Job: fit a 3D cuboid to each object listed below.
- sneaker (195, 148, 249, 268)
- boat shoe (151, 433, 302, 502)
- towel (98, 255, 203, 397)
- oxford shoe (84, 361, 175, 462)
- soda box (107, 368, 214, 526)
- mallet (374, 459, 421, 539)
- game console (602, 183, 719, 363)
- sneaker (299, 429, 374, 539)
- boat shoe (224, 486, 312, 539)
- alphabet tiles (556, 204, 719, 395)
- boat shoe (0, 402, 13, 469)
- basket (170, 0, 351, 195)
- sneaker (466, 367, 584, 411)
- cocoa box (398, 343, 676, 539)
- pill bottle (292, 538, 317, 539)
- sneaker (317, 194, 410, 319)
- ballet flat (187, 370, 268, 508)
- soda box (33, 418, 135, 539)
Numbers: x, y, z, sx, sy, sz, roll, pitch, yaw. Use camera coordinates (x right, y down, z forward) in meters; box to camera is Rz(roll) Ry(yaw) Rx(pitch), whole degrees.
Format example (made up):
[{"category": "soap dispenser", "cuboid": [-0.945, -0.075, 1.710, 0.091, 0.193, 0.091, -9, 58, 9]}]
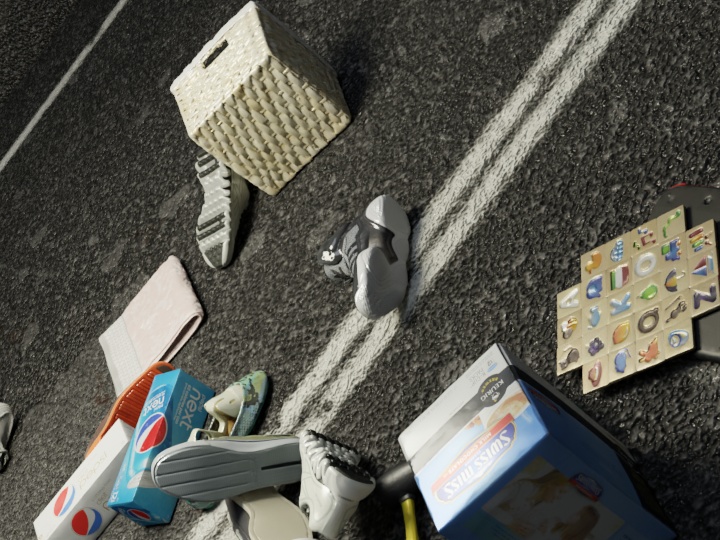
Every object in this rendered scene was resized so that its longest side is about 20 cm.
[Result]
[{"category": "sneaker", "cuboid": [-0.206, -0.098, 2.100, 0.075, 0.081, 0.203, -17, 65, 38]}, {"category": "boat shoe", "cuboid": [-0.152, 0.232, 1.616, 0.062, 0.197, 0.073, -161, 70, -73]}, {"category": "towel", "cuboid": [-0.327, 0.089, 2.110, 0.191, 0.032, 0.200, -48, 32, 8]}, {"category": "oxford shoe", "cuboid": [-0.341, 0.209, 1.972, 0.201, 0.071, 0.073, -52, 26, 2]}, {"category": "soda box", "cuboid": [-0.270, 0.240, 1.845, 0.064, 0.068, 0.202, -18, 45, 44]}, {"category": "mallet", "cuboid": [0.061, 0.278, 1.400, 0.066, 0.041, 0.201, -42, 36, 23]}, {"category": "game console", "cuboid": [0.337, 0.001, 1.317, 0.199, 0.031, 0.179, 11, 74, 57]}, {"category": "sneaker", "cuboid": [-0.040, 0.232, 1.500, 0.200, 0.074, 0.082, -132, 65, -80]}, {"category": "boat shoe", "cuboid": [-0.109, 0.306, 1.595, 0.200, 0.072, 0.064, 41, 136, 54]}, {"category": "alphabet tiles", "cuboid": [0.273, 0.029, 1.350, 0.199, 0.006, 0.168, -29, 43, 39]}, {"category": "boat shoe", "cuboid": [-0.619, 0.314, 2.246, 0.068, 0.072, 0.201, 7, 55, 31]}, {"category": "basket", "cuboid": [-0.148, -0.254, 2.061, 0.198, 0.199, 0.162, -42, 38, 17]}, {"category": "sneaker", "cuboid": [0.158, 0.130, 1.380, 0.199, 0.071, 0.081, -3, 60, 54]}, {"category": "cocoa box", "cuboid": [0.156, 0.190, 1.198, 0.133, 0.199, 0.132, -43, 33, 13]}, {"category": "pill bottle", "cuboid": [-0.043, 0.369, 1.371, 0.111, 0.111, 0.201, -44, 32, 13]}, {"category": "sneaker", "cuboid": [0.000, 0.000, 1.723, 0.113, 0.075, 0.201, -30, 32, 33]}, {"category": "ballet flat", "cuboid": [-0.182, 0.208, 1.762, 0.074, 0.074, 0.202, -8, 52, 49]}, {"category": "soda box", "cuboid": [-0.373, 0.313, 1.916, 0.201, 0.063, 0.068, -51, 31, 5]}]
